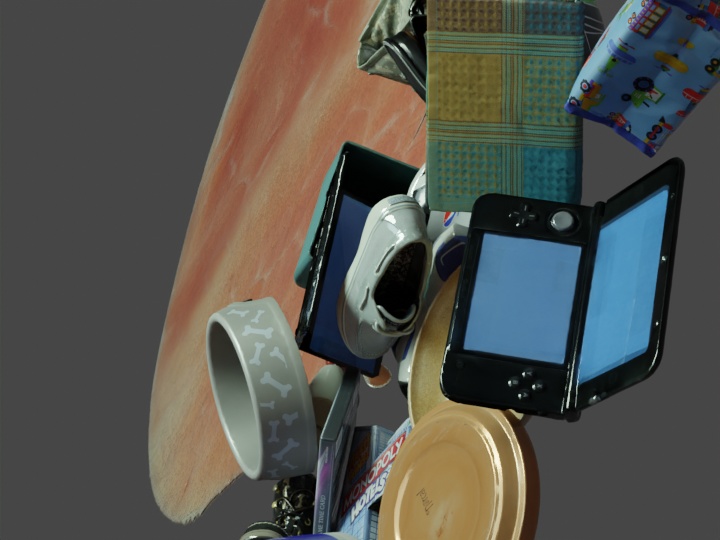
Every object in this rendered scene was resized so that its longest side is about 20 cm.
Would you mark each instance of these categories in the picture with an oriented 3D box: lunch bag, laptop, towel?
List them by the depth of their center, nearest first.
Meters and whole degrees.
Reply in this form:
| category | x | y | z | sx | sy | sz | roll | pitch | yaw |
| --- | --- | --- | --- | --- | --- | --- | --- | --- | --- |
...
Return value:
| category | x | y | z | sx | sy | sz | roll | pitch | yaw |
| --- | --- | --- | --- | --- | --- | --- | --- | --- | --- |
| lunch bag | 0.260 | -0.224 | 1.368 | 0.151 | 0.093 | 0.201 | -54 | 12 | 49 |
| towel | 0.126 | -0.143 | 1.436 | 0.022 | 0.145 | 0.202 | -47 | -40 | -59 |
| laptop | 0.000 | 0.000 | 1.653 | 0.200 | 0.102 | 0.179 | 121 | 162 | -76 |
| lunch bag | 0.104 | -0.258 | 1.764 | 0.200 | 0.162 | 0.119 | -45 | 33 | 53 |

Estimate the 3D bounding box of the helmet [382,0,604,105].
| category | x | y | z | sx | sy | sz | roll | pitch | yaw |
| --- | --- | --- | --- | --- | --- | --- | --- | --- | --- |
| helmet | 0.138 | -0.209 | 1.535 | 0.190 | 0.199 | 0.201 | 38 | 109 | 34 |

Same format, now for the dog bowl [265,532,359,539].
| category | x | y | z | sx | sy | sz | roll | pitch | yaw |
| --- | --- | --- | --- | --- | --- | --- | --- | --- | --- |
| dog bowl | -0.045 | 0.341 | 1.482 | 0.199 | 0.078 | 0.203 | -5 | 85 | 59 |

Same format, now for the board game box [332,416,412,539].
| category | x | y | z | sx | sy | sz | roll | pitch | yaw |
| --- | --- | --- | --- | --- | --- | --- | --- | --- | --- |
| board game box | 0.033 | 0.210 | 1.565 | 0.200 | 0.061 | 0.201 | -54 | 22 | 42 |

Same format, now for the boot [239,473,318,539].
| category | x | y | z | sx | sy | sz | roll | pitch | yaw |
| --- | --- | --- | --- | --- | --- | --- | --- | --- | --- |
| boot | -0.075 | 0.275 | 1.685 | 0.201 | 0.072 | 0.152 | 70 | -158 | -47 |

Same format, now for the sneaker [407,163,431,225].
| category | x | y | z | sx | sy | sz | roll | pitch | yaw |
| --- | --- | --- | --- | --- | --- | --- | --- | --- | --- |
| sneaker | 0.109 | -0.101 | 1.703 | 0.202 | 0.072 | 0.112 | -68 | 14 | -3 |

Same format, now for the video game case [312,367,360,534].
| category | x | y | z | sx | sy | sz | roll | pitch | yaw |
| --- | --- | --- | --- | --- | --- | --- | --- | --- | --- |
| video game case | -0.026 | 0.219 | 1.639 | 0.143 | 0.019 | 0.202 | -68 | -15 | -64 |

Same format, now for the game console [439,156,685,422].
| category | x | y | z | sx | sy | sz | roll | pitch | yaw |
| --- | --- | --- | --- | --- | --- | --- | --- | --- | --- |
| game console | 0.162 | 0.006 | 1.324 | 0.117 | 0.174 | 0.202 | 83 | -162 | -59 |

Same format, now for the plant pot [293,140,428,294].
| category | x | y | z | sx | sy | sz | roll | pitch | yaw |
| --- | --- | --- | --- | --- | --- | --- | --- | --- | --- |
| plant pot | 0.003 | -0.031 | 1.866 | 0.200 | 0.140 | 0.143 | 136 | 153 | -70 |

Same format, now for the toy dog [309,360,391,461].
| category | x | y | z | sx | sy | sz | roll | pitch | yaw |
| --- | --- | --- | --- | --- | --- | --- | --- | --- | --- |
| toy dog | -0.012 | 0.143 | 1.800 | 0.201 | 0.096 | 0.132 | -58 | 6 | -14 |

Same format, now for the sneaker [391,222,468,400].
| category | x | y | z | sx | sy | sz | roll | pitch | yaw |
| --- | --- | --- | --- | --- | --- | --- | --- | --- | --- |
| sneaker | 0.087 | 0.062 | 1.577 | 0.116 | 0.080 | 0.200 | -90 | 20 | -45 |

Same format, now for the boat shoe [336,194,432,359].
| category | x | y | z | sx | sy | sz | roll | pitch | yaw |
| --- | --- | --- | --- | --- | --- | --- | --- | --- | --- |
| boat shoe | 0.024 | 0.024 | 1.542 | 0.202 | 0.069 | 0.072 | 103 | 156 | -42 |

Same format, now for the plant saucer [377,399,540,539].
| category | x | y | z | sx | sy | sz | roll | pitch | yaw |
| --- | --- | --- | --- | --- | --- | --- | --- | --- | --- |
| plant saucer | 0.075 | 0.205 | 1.385 | 0.200 | 0.032 | 0.202 | -32 | 49 | 46 |

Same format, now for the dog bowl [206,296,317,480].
| category | x | y | z | sx | sy | sz | roll | pitch | yaw |
| --- | --- | --- | --- | --- | --- | --- | --- | --- | --- |
| dog bowl | -0.106 | 0.124 | 1.690 | 0.200 | 0.058 | 0.202 | 165 | 90 | -72 |

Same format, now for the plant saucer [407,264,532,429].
| category | x | y | z | sx | sy | sz | roll | pitch | yaw |
| --- | --- | --- | --- | --- | --- | --- | --- | --- | --- |
| plant saucer | 0.114 | 0.081 | 1.454 | 0.200 | 0.035 | 0.202 | -36 | 45 | 45 |

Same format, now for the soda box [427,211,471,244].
| category | x | y | z | sx | sy | sz | roll | pitch | yaw |
| --- | --- | --- | --- | --- | --- | --- | --- | --- | --- |
| soda box | 0.130 | -0.056 | 1.591 | 0.200 | 0.063 | 0.069 | 146 | 141 | -64 |
